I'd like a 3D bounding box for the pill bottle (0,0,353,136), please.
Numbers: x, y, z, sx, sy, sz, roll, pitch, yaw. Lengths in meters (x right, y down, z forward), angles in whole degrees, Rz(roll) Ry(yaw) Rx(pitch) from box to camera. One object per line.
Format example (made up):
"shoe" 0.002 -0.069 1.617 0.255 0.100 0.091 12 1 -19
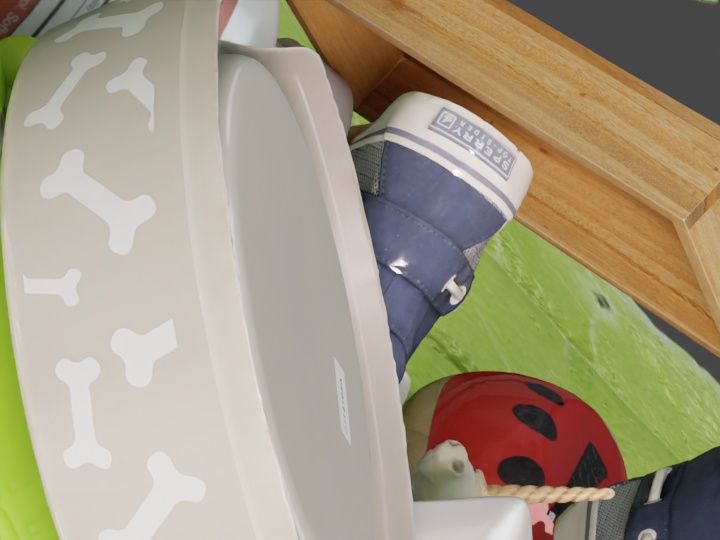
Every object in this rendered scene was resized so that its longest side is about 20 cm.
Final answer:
"pill bottle" -0.101 -0.090 0.764 0.200 0.112 0.112 38 29 -27

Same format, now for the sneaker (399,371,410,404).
"sneaker" -0.035 0.048 0.801 0.093 0.070 0.200 26 16 8

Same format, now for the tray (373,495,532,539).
"tray" 0.005 0.168 0.658 0.022 0.107 0.200 176 -88 -76

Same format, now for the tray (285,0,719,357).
"tray" 0.057 -0.050 0.764 0.200 0.037 0.099 35 -13 35

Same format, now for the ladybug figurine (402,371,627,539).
"ladybug figurine" 0.074 0.107 1.029 0.136 0.072 0.200 60 21 -5

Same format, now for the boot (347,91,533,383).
"boot" 0.000 0.000 0.803 0.073 0.090 0.200 33 -10 1

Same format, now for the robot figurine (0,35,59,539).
"robot figurine" -0.127 0.009 0.576 0.175 0.116 0.200 -53 137 -41

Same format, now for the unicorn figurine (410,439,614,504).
"unicorn figurine" -0.032 0.087 0.722 0.074 0.200 0.137 30 -21 46

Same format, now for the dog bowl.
"dog bowl" -0.035 0.019 0.578 0.200 0.059 0.200 -10 90 -81

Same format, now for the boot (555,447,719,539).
"boot" 0.124 0.132 0.837 0.073 0.090 0.200 51 19 -24
